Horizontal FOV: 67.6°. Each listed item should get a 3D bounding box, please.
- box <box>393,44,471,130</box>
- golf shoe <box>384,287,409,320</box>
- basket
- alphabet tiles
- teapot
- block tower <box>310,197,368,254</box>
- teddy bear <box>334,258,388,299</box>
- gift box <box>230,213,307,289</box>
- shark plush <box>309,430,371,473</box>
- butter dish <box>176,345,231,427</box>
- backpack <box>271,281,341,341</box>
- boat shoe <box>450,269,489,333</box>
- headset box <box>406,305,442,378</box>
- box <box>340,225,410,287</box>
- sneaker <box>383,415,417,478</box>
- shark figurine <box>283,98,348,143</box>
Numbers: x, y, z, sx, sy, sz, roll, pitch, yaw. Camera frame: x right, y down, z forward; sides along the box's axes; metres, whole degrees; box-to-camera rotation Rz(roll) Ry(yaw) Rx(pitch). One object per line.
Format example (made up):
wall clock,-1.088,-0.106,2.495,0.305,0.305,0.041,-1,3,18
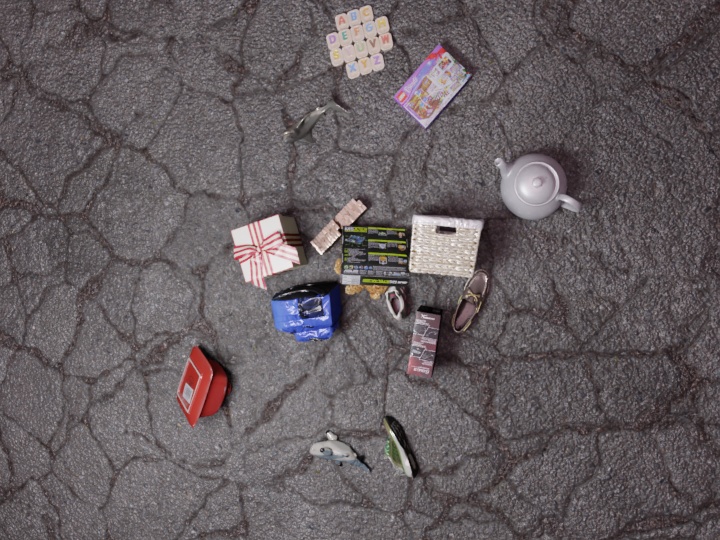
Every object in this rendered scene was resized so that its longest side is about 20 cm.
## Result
box,0.213,-0.540,1.588,0.137,0.039,0.200,44,100,5
golf shoe,0.103,0.049,1.615,0.076,0.088,0.203,-16,88,13
basket,0.242,-0.074,1.525,0.194,0.200,0.164,6,96,10
alphabet tiles,-0.003,-0.696,1.636,0.197,0.015,0.199,-12,90,12
teapot,0.489,-0.234,1.496,0.197,0.146,0.201,-15,90,10
block tower,-0.064,-0.137,1.654,0.200,0.058,0.054,-44,84,8
teddy bear,0.000,0.000,1.605,0.144,0.067,0.201,-32,52,0
gift box,-0.265,-0.056,1.630,0.182,0.187,0.203,-22,88,12
shark plush,-0.060,0.583,1.703,0.197,0.091,0.084,19,117,-11
butter dish,-0.484,0.372,1.722,0.199,0.146,0.202,29,100,51
backpack,-0.168,0.128,1.633,0.196,0.162,0.171,-4,95,10
boat shoe,0.325,0.093,1.586,0.071,0.059,0.202,27,97,9
headset box,0.189,0.214,1.574,0.076,0.149,0.204,10,95,11
box,0.041,-0.044,1.559,0.196,0.195,0.048,2,138,-4
sneaker,0.100,0.549,1.650,0.088,0.077,0.203,-24,86,19
shark figurine,-0.148,-0.443,1.659,0.213,0.128,0.090,-38,112,-7
